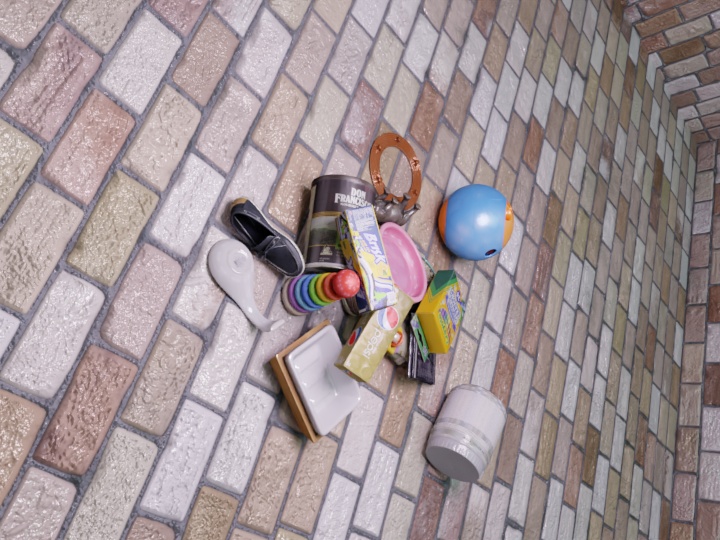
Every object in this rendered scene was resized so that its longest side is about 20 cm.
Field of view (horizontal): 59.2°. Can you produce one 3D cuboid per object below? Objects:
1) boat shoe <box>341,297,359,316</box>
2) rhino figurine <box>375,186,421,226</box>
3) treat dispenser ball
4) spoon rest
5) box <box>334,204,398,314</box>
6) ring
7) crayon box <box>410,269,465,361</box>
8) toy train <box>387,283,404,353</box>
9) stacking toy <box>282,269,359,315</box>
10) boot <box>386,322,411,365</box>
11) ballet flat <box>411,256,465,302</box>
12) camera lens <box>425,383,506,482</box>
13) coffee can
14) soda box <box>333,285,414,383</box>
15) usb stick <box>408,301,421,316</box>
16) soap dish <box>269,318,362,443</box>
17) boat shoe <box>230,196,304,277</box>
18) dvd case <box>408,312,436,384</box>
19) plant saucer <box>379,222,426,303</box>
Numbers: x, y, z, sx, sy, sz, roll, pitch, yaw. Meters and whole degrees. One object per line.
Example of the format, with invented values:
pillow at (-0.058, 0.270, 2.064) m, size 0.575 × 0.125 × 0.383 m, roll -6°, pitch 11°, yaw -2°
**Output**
boat shoe at (-0.004, 0.000, 1.439) m, size 0.074 × 0.074 × 0.206 m, roll 1°, pitch 83°, yaw -45°
rhino figurine at (0.051, -0.151, 1.518) m, size 0.198 × 0.088 × 0.060 m, roll 9°, pitch 44°, yaw -43°
treat dispenser ball at (0.308, -0.128, 1.687) m, size 0.199 × 0.199 × 0.204 m, roll 9°, pitch 77°, yaw -44°
spoon rest at (-0.225, 0.031, 1.234) m, size 0.099 × 0.060 × 0.202 m, roll -33°, pitch 93°, yaw -44°
box at (0.011, -0.020, 1.251) m, size 0.063 × 0.070 × 0.203 m, roll -12°, pitch 84°, yaw -23°
ring at (0.096, -0.254, 1.623) m, size 0.199 × 0.019 × 0.204 m, roll 9°, pitch 77°, yaw -43°
crayon box at (0.193, 0.109, 1.533) m, size 0.201 × 0.051 × 0.127 m, roll -55°, pitch 134°, yaw -44°
toy train at (0.049, 0.124, 1.372) m, size 0.149 × 0.055 × 0.203 m, roll 9°, pitch 90°, yaw -47°
stacking toy at (-0.075, 0.036, 1.269) m, size 0.084 × 0.199 × 0.087 m, roll 10°, pitch 73°, yaw -36°
boot at (0.051, 0.176, 1.473) m, size 0.155 × 0.071 × 0.201 m, roll 50°, pitch 52°, yaw -30°
ballet flat at (0.189, 0.051, 1.645) m, size 0.200 × 0.068 × 0.076 m, roll 44°, pitch 77°, yaw -25°
camera lens at (0.266, 0.400, 1.587) m, size 0.161 × 0.159 × 0.201 m, roll 54°, pitch 51°, yaw -24°
coffee can at (-0.046, -0.083, 1.360) m, size 0.145 × 0.145 × 0.203 m, roll 19°, pitch 70°, yaw -41°
soda box at (0.028, 0.128, 1.304) m, size 0.067 × 0.064 × 0.201 m, roll 36°, pitch 72°, yaw -15°
usb stick at (0.165, 0.105, 1.611) m, size 0.199 × 0.055 × 0.033 m, roll 23°, pitch 36°, yaw -41°
soap dish at (-0.092, 0.225, 1.309) m, size 0.157 × 0.081 × 0.203 m, roll -34°, pitch 107°, yaw -43°
boat shoe at (-0.188, -0.057, 1.257) m, size 0.201 × 0.074 × 0.063 m, roll 50°, pitch 23°, yaw -21°
dvd case at (0.154, 0.197, 1.556) m, size 0.200 × 0.016 × 0.151 m, roll 35°, pitch 57°, yaw -65°
plant saucer at (0.086, -0.013, 1.513) m, size 0.200 × 0.050 × 0.203 m, roll 36°, pitch 42°, yaw -40°
